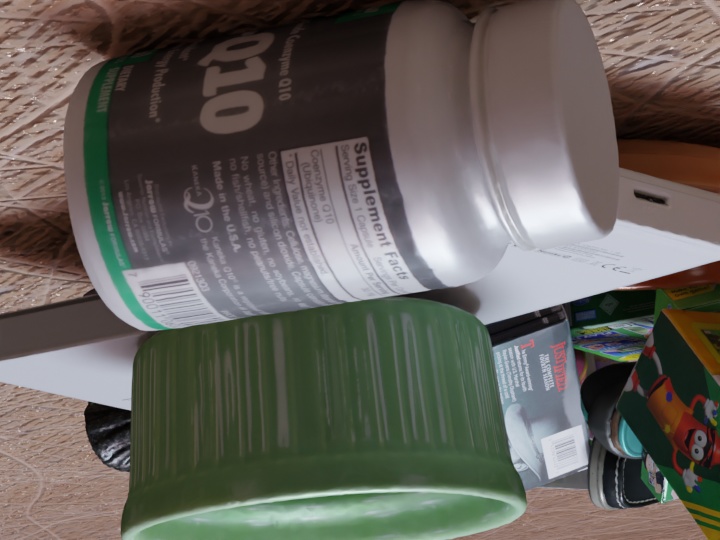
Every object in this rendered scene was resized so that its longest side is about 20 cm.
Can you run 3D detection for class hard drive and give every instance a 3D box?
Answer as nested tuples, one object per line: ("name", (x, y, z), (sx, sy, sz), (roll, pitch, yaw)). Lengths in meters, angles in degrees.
("hard drive", (-0.111, 0.046, 1.348), (0.132, 0.026, 0.200), (-11, 164, 26))
("hard drive", (0.070, -0.011, 1.202), (0.132, 0.026, 0.200), (12, 162, -35))

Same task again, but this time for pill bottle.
("pill bottle", (-0.006, -0.044, 0.995), (0.200, 0.113, 0.113), (-9, 167, 18))

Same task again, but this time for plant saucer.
("plant saucer", (0.131, -0.029, 1.273), (0.200, 0.032, 0.200), (2, 166, 1))

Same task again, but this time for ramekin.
("ramekin", (-0.021, 0.079, 1.250), (0.200, 0.098, 0.200), (-4, 166, -1))

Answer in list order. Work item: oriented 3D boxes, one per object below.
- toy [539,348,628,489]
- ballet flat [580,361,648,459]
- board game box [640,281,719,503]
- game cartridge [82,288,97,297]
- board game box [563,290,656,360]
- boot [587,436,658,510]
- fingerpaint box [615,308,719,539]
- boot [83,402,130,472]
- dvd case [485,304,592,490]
("toy", (0.127, 0.078, 1.611), (0.047, 0.115, 0.200), (-23, 159, 38))
("ballet flat", (0.217, 0.065, 1.483), (0.200, 0.068, 0.068), (-4, -159, -24))
("board game box", (0.256, 0.048, 1.426), (0.200, 0.135, 0.029), (-13, -145, -20))
("game cartridge", (-0.036, 0.014, 1.360), (0.200, 0.038, 0.130), (4, 169, -30))
("board game box", (0.222, 0.019, 1.538), (0.200, 0.029, 0.135), (-11, 165, 28))
("boot", (0.250, 0.106, 1.541), (0.154, 0.074, 0.203), (13, -156, 41))
("fingerpaint box", (0.262, 0.102, 1.336), (0.200, 0.167, 0.073), (4, 124, -30))
("boot", (-0.116, 0.077, 1.588), (0.158, 0.080, 0.211), (-11, 167, 26))
("dvd case", (0.035, 0.100, 1.482), (0.200, 0.022, 0.146), (-19, 138, -2))
